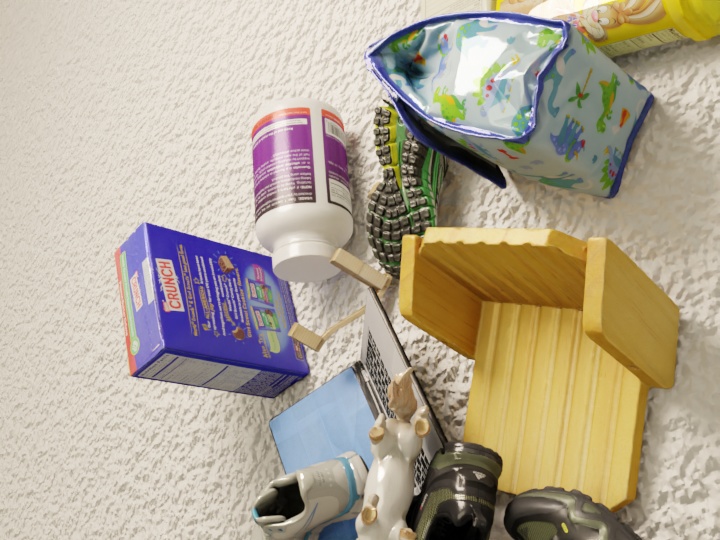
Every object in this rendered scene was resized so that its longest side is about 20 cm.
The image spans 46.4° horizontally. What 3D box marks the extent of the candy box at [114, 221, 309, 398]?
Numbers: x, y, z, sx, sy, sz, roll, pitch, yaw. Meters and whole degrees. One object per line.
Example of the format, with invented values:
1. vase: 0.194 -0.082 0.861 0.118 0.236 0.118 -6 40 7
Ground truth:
1. candy box: -0.171 0.050 0.969 0.077 0.200 0.169 -39 52 31

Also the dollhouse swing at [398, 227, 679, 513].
1. dollhouse swing: 0.126 0.083 0.685 0.200 0.182 0.176 5 69 47

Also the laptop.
1. laptop: -0.013 0.158 0.824 0.200 0.116 0.187 95 156 -49

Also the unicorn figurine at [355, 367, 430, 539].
1. unicorn figurine: 0.015 0.189 0.695 0.074 0.137 0.200 28 71 6

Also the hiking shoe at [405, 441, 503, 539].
1. hiking shoe: 0.059 0.238 0.707 0.101 0.076 0.200 -72 -1 -57

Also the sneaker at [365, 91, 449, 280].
1. sneaker: 0.061 -0.086 0.872 0.078 0.085 0.200 9 98 34

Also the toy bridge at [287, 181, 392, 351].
1. toy bridge: 0.000 0.000 0.902 0.200 0.067 0.027 -60 8 -12

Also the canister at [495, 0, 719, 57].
1. canister: 0.223 -0.260 0.747 0.200 0.087 0.149 -4 74 47

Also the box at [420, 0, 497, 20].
1. box: 0.120 -0.305 0.874 0.095 0.078 0.200 -13 68 43

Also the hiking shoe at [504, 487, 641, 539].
1. hiking shoe: 0.167 0.234 0.606 0.101 0.076 0.200 -36 36 -24

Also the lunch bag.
1. lunch bag: 0.122 -0.148 0.743 0.200 0.170 0.128 25 95 42

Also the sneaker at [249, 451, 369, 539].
1. sneaker: -0.076 0.237 0.816 0.200 0.087 0.075 -52 47 36

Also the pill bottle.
1. pill bottle: -0.068 -0.092 0.974 0.112 0.112 0.200 -25 59 39

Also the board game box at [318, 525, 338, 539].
1. board game box: -0.037 0.351 0.849 0.136 0.035 0.200 -52 46 21
